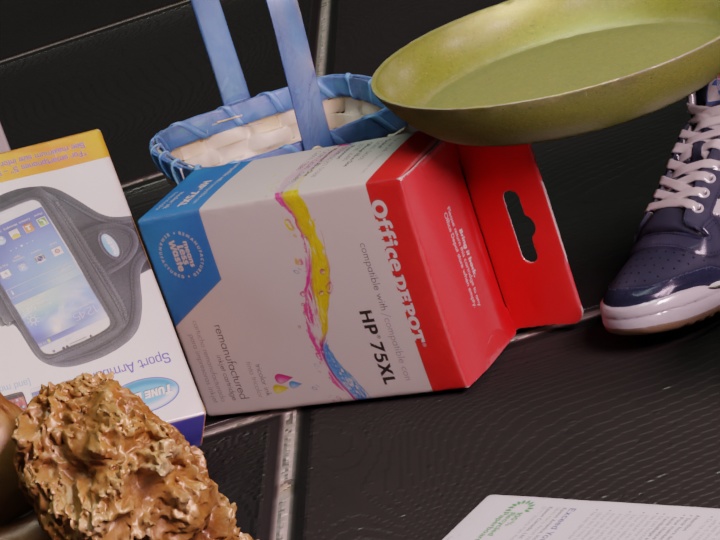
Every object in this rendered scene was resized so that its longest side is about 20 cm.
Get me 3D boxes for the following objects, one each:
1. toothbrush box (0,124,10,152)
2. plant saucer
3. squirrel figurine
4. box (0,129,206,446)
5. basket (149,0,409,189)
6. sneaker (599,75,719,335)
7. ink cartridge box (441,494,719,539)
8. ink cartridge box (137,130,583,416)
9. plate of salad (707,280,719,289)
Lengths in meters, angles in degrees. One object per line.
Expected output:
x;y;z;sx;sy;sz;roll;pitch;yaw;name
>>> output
-0.311;-0.033;1.763;0.199;0.147;0.085;-23;19;-7;toothbrush box
0.104;-0.103;1.375;0.199;0.031;0.200;-14;18;5;plant saucer
-0.144;0.091;1.182;0.199;0.188;0.142;-11;20;23;squirrel figurine
-0.157;0.031;1.396;0.118;0.042;0.201;-15;60;-16;box
-0.049;-0.085;1.556;0.138;0.201;0.176;-23;20;-11;basket
0.175;-0.052;1.389;0.070;0.109;0.200;1;27;46;sneaker
0.078;0.149;1.029;0.199;0.041;0.199;-3;25;41;ink cartridge box
0.000;0.000;1.406;0.199;0.117;0.067;-8;21;31;ink cartridge box
0.252;-0.023;1.256;0.199;0.048;0.200;-12;-1;0;plate of salad
